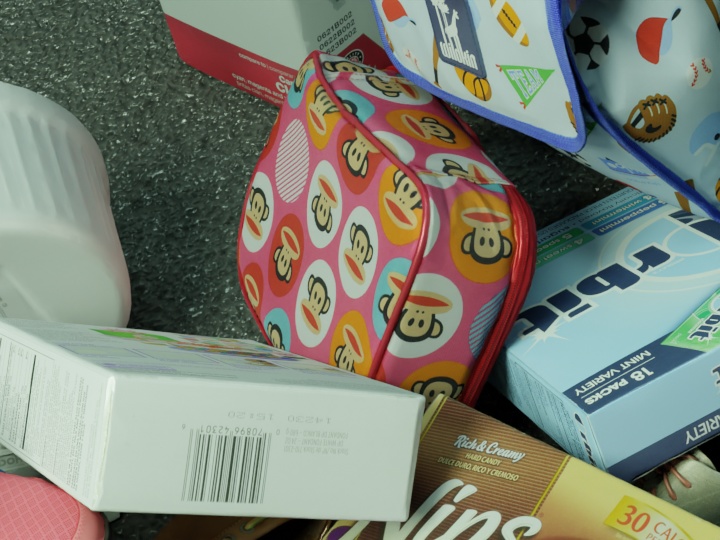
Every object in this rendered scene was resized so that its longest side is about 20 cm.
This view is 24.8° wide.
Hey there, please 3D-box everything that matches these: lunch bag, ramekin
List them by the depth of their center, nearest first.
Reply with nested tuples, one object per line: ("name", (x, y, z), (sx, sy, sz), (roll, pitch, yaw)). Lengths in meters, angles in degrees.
("lunch bag", (0.100, -0.120, 0.793), (0.170, 0.200, 0.124), (33, 92, 48))
("lunch bag", (0.000, 0.000, 0.839), (0.082, 0.177, 0.200), (8, 29, -28))
("ramekin", (-0.218, 0.005, 0.868), (0.200, 0.201, 0.098), (-23, 53, -7))

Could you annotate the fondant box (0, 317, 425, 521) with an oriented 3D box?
("fondant box", (-0.081, 0.065, 0.750), (0.144, 0.058, 0.200), (7, 3, -27))

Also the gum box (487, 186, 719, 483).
("gum box", (0.146, 0.016, 0.808), (0.169, 0.045, 0.200), (-26, 23, -9))

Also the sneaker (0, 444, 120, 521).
("sneaker", (-0.179, 0.094, 0.850), (0.199, 0.081, 0.076), (-25, 44, -11))

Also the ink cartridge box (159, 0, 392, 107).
("ink cartridge box", (-0.046, -0.228, 1.033), (0.144, 0.200, 0.145), (28, 60, 34))

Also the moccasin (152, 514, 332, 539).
("moccasin", (-0.084, 0.175, 0.758), (0.078, 0.074, 0.201), (13, 42, 36))

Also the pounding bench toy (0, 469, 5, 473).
("pounding bench toy", (-0.218, 0.186, 0.731), (0.155, 0.125, 0.200), (-12, 45, -7))

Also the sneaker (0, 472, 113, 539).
("sneaker", (-0.202, 0.095, 0.671), (0.199, 0.087, 0.074), (7, 46, 12))

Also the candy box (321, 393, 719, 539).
("candy box", (0.068, 0.136, 0.687), (0.117, 0.056, 0.200), (-50, 35, -12))

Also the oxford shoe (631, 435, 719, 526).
("oxford shoe", (0.133, 0.106, 0.755), (0.200, 0.075, 0.070), (-30, 50, -12))
